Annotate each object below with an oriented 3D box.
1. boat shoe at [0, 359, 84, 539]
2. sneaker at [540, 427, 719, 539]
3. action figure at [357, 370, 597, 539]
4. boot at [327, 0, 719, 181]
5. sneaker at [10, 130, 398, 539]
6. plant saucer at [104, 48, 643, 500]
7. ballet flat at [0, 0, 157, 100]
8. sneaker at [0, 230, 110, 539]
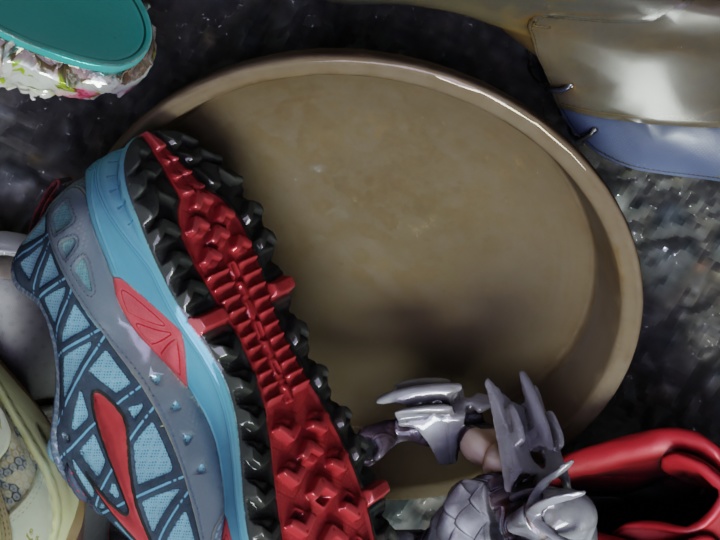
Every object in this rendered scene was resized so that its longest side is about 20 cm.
[{"bbox_3d":[-0.171,0.023,0.983,0.073,0.063,0.200,-44,78,15],"label":"boat shoe"},{"bbox_3d":[0.144,0.111,1.025,0.199,0.116,0.079,8,73,-5],"label":"sneaker"},{"bbox_3d":[0.018,0.112,0.998,0.069,0.131,0.200,19,148,-28],"label":"action figure"},{"bbox_3d":[0.067,-0.076,0.970,0.199,0.075,0.097,0,112,-2],"label":"boot"},{"bbox_3d":[-0.056,0.059,0.962,0.095,0.079,0.201,-24,82,36],"label":"sneaker"},{"bbox_3d":[0.000,0.000,1.004,0.199,0.030,0.201,5,131,6],"label":"plant saucer"},{"bbox_3d":[-0.163,-0.111,0.967,0.199,0.076,0.064,31,142,-9],"label":"ballet flat"},{"bbox_3d":[-0.119,0.085,1.038,0.077,0.082,0.201,-4,115,2],"label":"sneaker"}]
